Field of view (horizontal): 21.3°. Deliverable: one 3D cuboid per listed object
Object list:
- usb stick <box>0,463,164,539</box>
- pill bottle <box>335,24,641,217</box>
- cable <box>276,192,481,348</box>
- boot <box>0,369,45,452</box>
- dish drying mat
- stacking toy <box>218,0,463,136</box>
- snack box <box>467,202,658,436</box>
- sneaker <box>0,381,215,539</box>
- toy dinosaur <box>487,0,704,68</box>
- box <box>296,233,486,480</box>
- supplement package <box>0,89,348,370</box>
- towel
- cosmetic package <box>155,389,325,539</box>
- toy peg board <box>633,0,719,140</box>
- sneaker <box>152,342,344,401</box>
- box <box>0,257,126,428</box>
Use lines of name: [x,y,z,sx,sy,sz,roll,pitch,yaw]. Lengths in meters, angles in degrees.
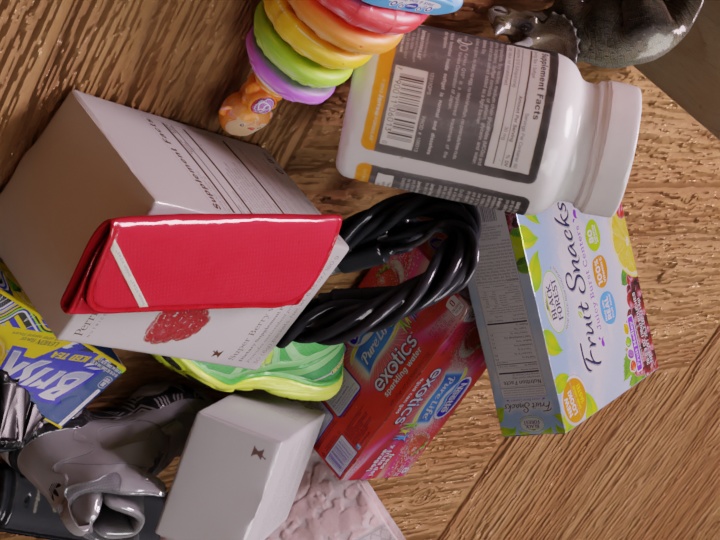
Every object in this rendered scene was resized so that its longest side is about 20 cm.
usb stick: [-0.227,0.192,1.534,0.200,0.033,0.056,22,82,-54]
pill bottle: [0.089,-0.103,1.339,0.199,0.117,0.117,12,134,-2]
cable: [0.000,0.000,1.397,0.163,0.200,0.051,-44,118,-43]
boot: [-0.285,0.110,1.278,0.162,0.074,0.198,-13,152,26]
dish drying mat: [-0.096,-0.004,1.223,0.200,0.018,0.077,-1,127,-46]
stacking toy: [-0.037,-0.155,1.266,0.116,0.110,0.200,2,141,-43]
snack box: [0.158,0.013,1.546,0.068,0.201,0.169,-8,-170,37]
sneaker: [-0.172,0.153,1.474,0.200,0.115,0.075,-3,134,-44]
toy dinosaur: [0.190,-0.184,1.417,0.199,0.103,0.077,-2,150,1]
box: [0.035,0.071,1.601,0.095,0.100,0.200,3,128,-52]
supplement package: [-0.131,-0.022,1.294,0.200,0.120,0.121,13,121,-52]
towel: [-0.072,0.238,1.611,0.200,0.191,0.032,-32,152,-12]
cosmetic package: [-0.091,0.156,1.499,0.200,0.071,0.102,-15,126,-82]
toy peg board: [0.326,-0.204,1.493,0.199,0.200,0.098,-52,164,19]
sneaker: [-0.089,0.052,1.495,0.200,0.074,0.084,9,99,-47]
box: [-0.246,0.038,1.304,0.070,0.064,0.200,-42,149,4]
